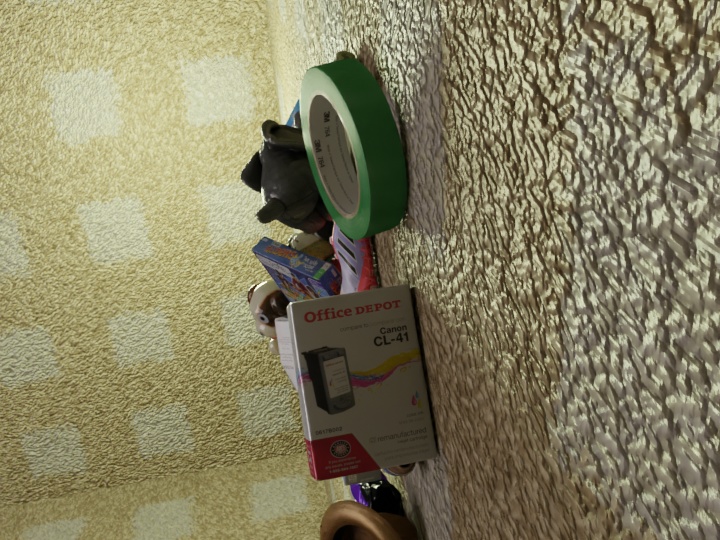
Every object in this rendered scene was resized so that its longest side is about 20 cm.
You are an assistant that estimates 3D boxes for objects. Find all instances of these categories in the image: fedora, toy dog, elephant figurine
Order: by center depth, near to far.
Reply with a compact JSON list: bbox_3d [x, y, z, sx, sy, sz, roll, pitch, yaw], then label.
[{"bbox_3d":[0.027,0.403,1.100,0.199,0.081,0.203,21,121,40],"label":"fedora"},{"bbox_3d":[-0.109,-0.159,1.131,0.201,0.141,0.155,54,-174,26],"label":"elephant figurine"},{"bbox_3d":[-0.113,0.074,1.439,0.139,0.199,0.196,26,106,44],"label":"toy dog"}]

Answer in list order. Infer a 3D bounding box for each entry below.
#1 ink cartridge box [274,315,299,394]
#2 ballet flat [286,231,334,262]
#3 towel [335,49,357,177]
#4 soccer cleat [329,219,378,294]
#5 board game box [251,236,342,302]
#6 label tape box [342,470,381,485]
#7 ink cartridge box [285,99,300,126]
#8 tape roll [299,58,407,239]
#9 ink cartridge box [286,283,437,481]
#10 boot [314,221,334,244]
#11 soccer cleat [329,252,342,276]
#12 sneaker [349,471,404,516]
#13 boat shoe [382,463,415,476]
[{"bbox_3d":[-0.062,0.166,1.351,0.057,0.161,0.203,3,102,46],"label":"ink cartridge box"},{"bbox_3d":[-0.096,-0.036,1.341,0.200,0.070,0.072,178,84,-77],"label":"ballet flat"},{"bbox_3d":[-0.006,-0.186,1.010,0.201,0.036,0.150,-106,12,-47],"label":"towel"},{"bbox_3d":[0.000,0.000,1.125,0.076,0.066,0.203,16,111,43],"label":"soccer cleat"},{"bbox_3d":[-0.082,0.024,1.248,0.199,0.034,0.136,23,152,48],"label":"board game box"},{"bbox_3d":[-0.012,0.207,1.200,0.144,0.065,0.202,-110,17,-59],"label":"label tape box"},{"bbox_3d":[-0.091,-0.194,1.353,0.117,0.067,0.201,-58,31,32],"label":"ink cartridge box"},{"bbox_3d":[-0.012,-0.138,0.891,0.200,0.048,0.203,162,90,-72],"label":"tape roll"},{"bbox_3d":[-0.002,0.126,0.897,0.086,0.146,0.203,158,103,-82],"label":"ink cartridge box"},{"bbox_3d":[-0.068,-0.086,1.447,0.151,0.072,0.201,83,165,-49],"label":"boot"},{"bbox_3d":[-0.036,-0.010,1.373,0.200,0.067,0.074,-106,35,-77],"label":"soccer cleat"},{"bbox_3d":[0.032,0.362,1.227,0.201,0.069,0.100,-115,25,-53],"label":"sneaker"},{"bbox_3d":[0.035,0.161,0.989,0.072,0.071,0.202,134,117,-74],"label":"boat shoe"}]
